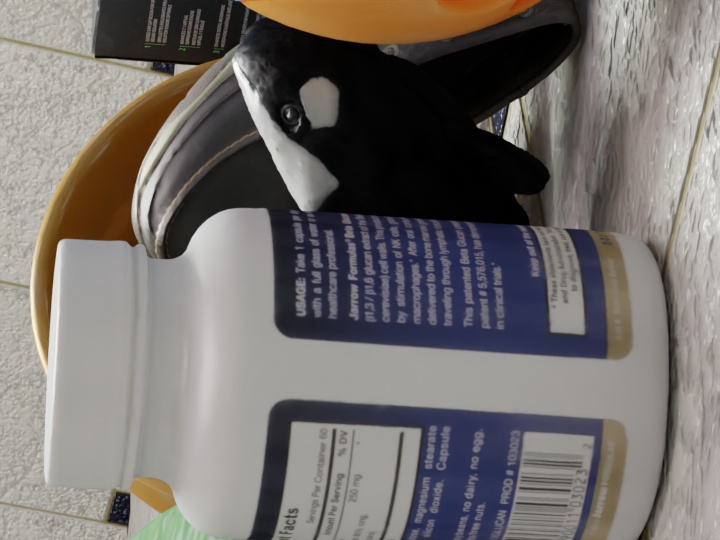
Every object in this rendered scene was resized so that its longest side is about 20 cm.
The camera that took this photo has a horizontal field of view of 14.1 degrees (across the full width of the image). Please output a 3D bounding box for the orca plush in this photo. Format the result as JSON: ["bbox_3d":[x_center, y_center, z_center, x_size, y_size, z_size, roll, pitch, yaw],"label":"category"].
[{"bbox_3d":[0.036,-0.015,1.042,0.105,0.071,0.201,-42,-70,-46],"label":"orca plush"}]

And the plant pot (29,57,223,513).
[{"bbox_3d":[-0.024,0.035,1.242,0.183,0.199,0.201,72,-163,-66],"label":"plant pot"}]

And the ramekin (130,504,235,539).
[{"bbox_3d":[-0.017,0.169,1.049,0.098,0.199,0.201,-83,2,-55],"label":"ramekin"}]

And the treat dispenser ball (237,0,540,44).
[{"bbox_3d":[0.009,-0.177,0.972,0.201,0.199,0.202,-176,90,-82],"label":"treat dispenser ball"}]

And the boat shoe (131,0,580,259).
[{"bbox_3d":[-0.001,-0.061,1.122,0.074,0.200,0.073,45,-173,-50],"label":"boat shoe"}]

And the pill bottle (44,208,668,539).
[{"bbox_3d":[-0.004,0.036,0.972,0.111,0.199,0.112,-176,90,-82],"label":"pill bottle"}]

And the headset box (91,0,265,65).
[{"bbox_3d":[-0.019,-0.167,1.179,0.175,0.199,0.093,103,167,-55],"label":"headset box"}]
